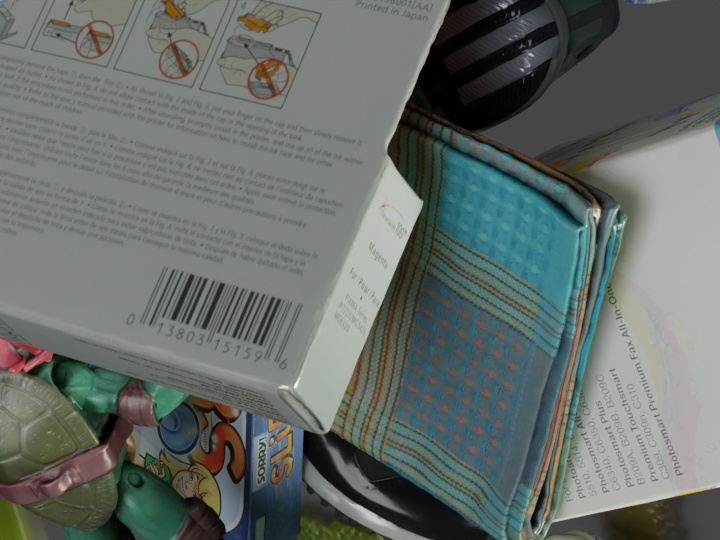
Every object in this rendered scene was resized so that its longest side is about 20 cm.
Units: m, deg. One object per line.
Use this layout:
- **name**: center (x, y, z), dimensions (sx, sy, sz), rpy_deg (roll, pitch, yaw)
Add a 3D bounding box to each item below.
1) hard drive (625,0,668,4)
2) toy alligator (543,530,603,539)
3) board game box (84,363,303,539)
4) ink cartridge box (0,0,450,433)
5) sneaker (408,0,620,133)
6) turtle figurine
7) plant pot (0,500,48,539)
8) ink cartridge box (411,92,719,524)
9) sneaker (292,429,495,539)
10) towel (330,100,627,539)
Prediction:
- **hard drive**: center (0.051, -0.184, 0.905), dimensions (0.200, 0.025, 0.132), rpy_deg (29, 124, 53)
- **toy alligator**: center (0.167, 0.140, 0.983), dimensions (0.200, 0.059, 0.054), rpy_deg (9, 153, 33)
- **board game box**: center (-0.080, 0.005, 1.025), dimensions (0.135, 0.034, 0.200), rpy_deg (22, 122, 36)
- **ink cartridge box**: center (-0.070, -0.051, 0.882), dimensions (0.200, 0.044, 0.174), rpy_deg (15, 72, 27)
- **sneaker**: center (0.023, -0.070, 0.984), dimensions (0.200, 0.088, 0.074), rpy_deg (-18, 96, 45)
- **turtle figurine**: center (-0.108, 0.059, 0.971), dimensions (0.150, 0.101, 0.200), rpy_deg (0, 123, 50)
- **plant pot**: center (-0.253, 0.178, 1.187), dimensions (0.181, 0.199, 0.200), rpy_deg (-12, 99, 30)
- **ink cartridge box**: center (0.126, 0.005, 0.911), dimensions (0.200, 0.129, 0.125), rpy_deg (-17, 96, 36)
- **sneaker**: center (-0.005, 0.033, 1.044), dimensions (0.200, 0.070, 0.090), rpy_deg (42, 127, 17)
- **towel**: center (0.000, 0.000, 0.908), dimensions (0.200, 0.022, 0.147), rpy_deg (29, 125, 31)
